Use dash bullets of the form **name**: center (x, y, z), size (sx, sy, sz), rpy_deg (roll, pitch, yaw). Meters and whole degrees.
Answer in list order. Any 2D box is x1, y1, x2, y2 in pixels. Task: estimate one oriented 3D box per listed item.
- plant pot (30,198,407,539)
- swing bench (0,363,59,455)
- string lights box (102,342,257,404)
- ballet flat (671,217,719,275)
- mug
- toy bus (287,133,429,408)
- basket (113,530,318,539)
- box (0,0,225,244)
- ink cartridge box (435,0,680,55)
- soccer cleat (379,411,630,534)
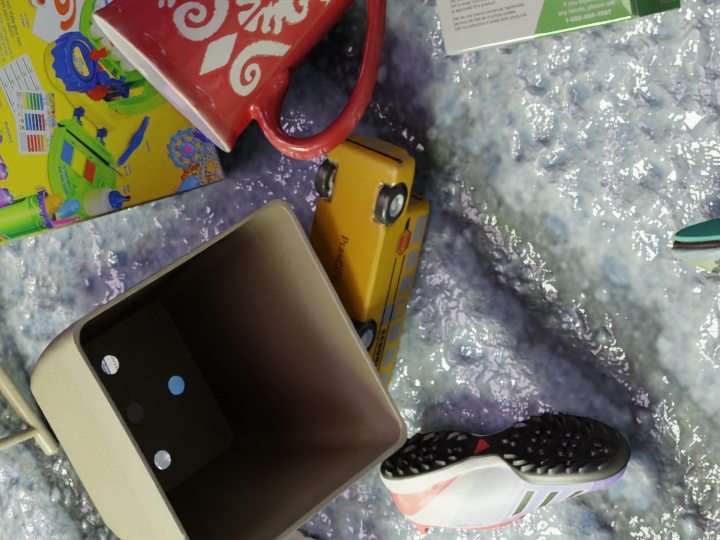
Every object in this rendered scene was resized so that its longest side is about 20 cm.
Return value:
- **plant pot**: center (-0.123, 0.095, 1.204), size (0.177, 0.199, 0.201), rpy_deg (-18, 103, 54)
- **swing bench**: center (-0.413, 0.116, 1.509), size (0.198, 0.129, 0.201), rpy_deg (-25, 87, 35)
- **string lights box**: center (-0.159, 0.072, 1.372), size (0.199, 0.059, 0.103), rpy_deg (-29, 86, 35)
- **ballet flat**: center (0.293, -0.015, 1.050), size (0.199, 0.074, 0.075), rpy_deg (-15, 93, 37)
- **mug**: center (-0.057, -0.186, 1.169), size (0.200, 0.133, 0.178), rpy_deg (-47, 108, -5)
- **toy bus**: center (0.000, 0.000, 1.238), size (0.065, 0.078, 0.202), rpy_deg (24, 114, 28)
- **basket**: center (-0.111, 0.308, 1.320), size (0.199, 0.198, 0.162), rpy_deg (24, 118, 26)
- **box**: center (-0.224, -0.138, 1.269), size (0.191, 0.122, 0.202), rpy_deg (-16, 93, -9)
- **ink cartridge box**: center (0.116, -0.255, 1.096), size (0.144, 0.084, 0.202), rpy_deg (-7, 98, 34)
- **soccer cleat**: center (0.112, 0.154, 1.221), size (0.199, 0.068, 0.074), rpy_deg (-10, 120, 31)
